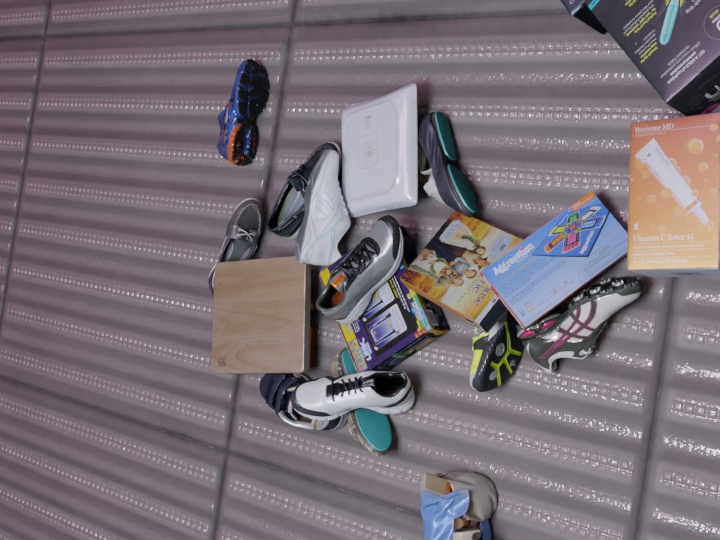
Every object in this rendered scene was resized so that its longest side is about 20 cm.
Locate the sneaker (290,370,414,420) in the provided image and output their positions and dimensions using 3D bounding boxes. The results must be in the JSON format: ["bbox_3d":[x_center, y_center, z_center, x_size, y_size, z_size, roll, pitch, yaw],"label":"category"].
[{"bbox_3d":[-0.012,0.187,1.599,0.199,0.080,0.074,-6,61,-4],"label":"sneaker"}]

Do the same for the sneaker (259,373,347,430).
[{"bbox_3d":[-0.117,0.218,1.744,0.199,0.079,0.079,16,95,40],"label":"sneaker"}]

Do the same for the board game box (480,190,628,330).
[{"bbox_3d":[0.278,-0.015,1.420,0.200,0.019,0.103,-35,76,-7],"label":"board game box"}]

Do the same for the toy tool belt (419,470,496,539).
[{"bbox_3d":[0.135,0.396,1.492,0.124,0.123,0.201,-16,75,36],"label":"toy tool belt"}]

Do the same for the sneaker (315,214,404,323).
[{"bbox_3d":[0.000,0.000,1.607,0.074,0.079,0.201,45,111,35],"label":"sneaker"}]

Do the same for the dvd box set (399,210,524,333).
[{"bbox_3d":[0.165,-0.003,1.514,0.146,0.029,0.200,-50,38,-7],"label":"dvd box set"}]

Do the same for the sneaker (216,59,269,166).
[{"bbox_3d":[-0.232,-0.300,1.904,0.078,0.075,0.201,15,92,42],"label":"sneaker"}]

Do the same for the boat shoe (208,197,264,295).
[{"bbox_3d":[-0.225,-0.035,1.859,0.201,0.067,0.057,-64,25,22],"label":"boat shoe"}]

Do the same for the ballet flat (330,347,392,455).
[{"bbox_3d":[-0.002,0.225,1.669,0.075,0.068,0.201,-55,47,46],"label":"ballet flat"}]

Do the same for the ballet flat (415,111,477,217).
[{"bbox_3d":[0.128,-0.158,1.604,0.073,0.073,0.201,-32,59,31],"label":"ballet flat"}]

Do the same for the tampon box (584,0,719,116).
[{"bbox_3d":[0.429,-0.329,1.350,0.150,0.126,0.200,-43,61,26],"label":"tampon box"}]

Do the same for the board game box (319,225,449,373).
[{"bbox_3d":[0.035,0.051,1.658,0.165,0.057,0.201,-36,63,31],"label":"board game box"}]

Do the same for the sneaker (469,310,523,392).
[{"bbox_3d":[0.201,0.084,1.521,0.076,0.075,0.201,13,82,46],"label":"sneaker"}]

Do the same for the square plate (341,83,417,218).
[{"bbox_3d":[0.023,-0.195,1.684,0.200,0.028,0.199,-7,81,53],"label":"square plate"}]

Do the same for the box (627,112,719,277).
[{"bbox_3d":[0.431,-0.095,1.338,0.124,0.097,0.201,-2,83,38],"label":"box"}]

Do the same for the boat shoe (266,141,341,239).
[{"bbox_3d":[-0.106,-0.143,1.782,0.200,0.066,0.075,-53,55,25],"label":"boat shoe"}]

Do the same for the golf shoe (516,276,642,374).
[{"bbox_3d":[0.320,0.072,1.433,0.200,0.077,0.088,-31,87,34],"label":"golf shoe"}]

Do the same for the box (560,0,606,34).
[{"bbox_3d":[0.331,-0.472,1.458,0.148,0.107,0.200,-43,60,27],"label":"box"}]

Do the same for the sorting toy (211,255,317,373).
[{"bbox_3d":[-0.162,0.083,1.790,0.199,0.070,0.200,-4,81,31],"label":"sorting toy"}]

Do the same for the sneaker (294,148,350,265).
[{"bbox_3d":[-0.056,-0.105,1.719,0.070,0.080,0.201,-178,99,-75],"label":"sneaker"}]
